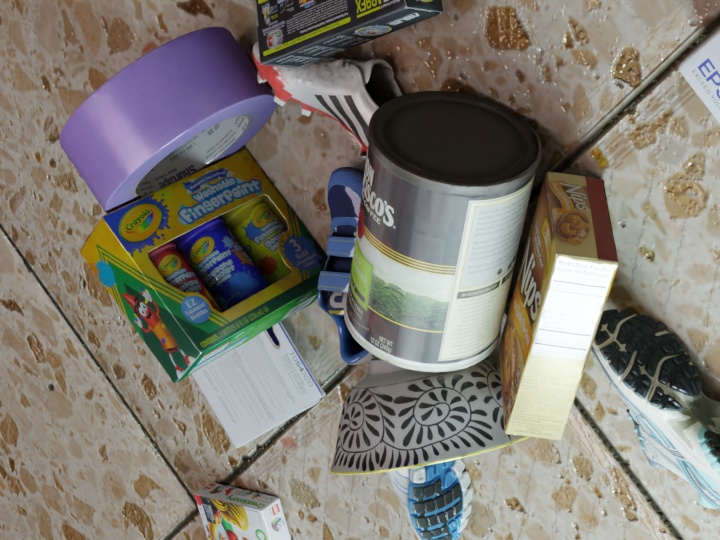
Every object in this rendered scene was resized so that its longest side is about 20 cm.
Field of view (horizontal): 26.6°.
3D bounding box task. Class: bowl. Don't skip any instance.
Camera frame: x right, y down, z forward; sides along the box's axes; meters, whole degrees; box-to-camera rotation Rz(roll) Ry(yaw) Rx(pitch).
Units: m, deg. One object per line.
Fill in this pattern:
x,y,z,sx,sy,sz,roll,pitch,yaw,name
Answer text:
0.061,0.118,1.396,0.201,0.201,0.094,-11,90,49,bowl

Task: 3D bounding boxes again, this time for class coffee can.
0.068,-0.033,1.324,0.146,0.146,0.200,32,133,29,coffee can

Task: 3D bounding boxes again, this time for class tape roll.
-0.186,-0.143,1.481,0.085,0.200,0.200,54,140,6,tape roll

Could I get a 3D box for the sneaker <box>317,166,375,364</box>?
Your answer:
0.000,0.000,1.466,0.074,0.082,0.200,4,114,46,sneaker

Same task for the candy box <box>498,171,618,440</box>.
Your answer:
0.163,0.032,1.286,0.055,0.116,0.200,7,128,-4,candy box

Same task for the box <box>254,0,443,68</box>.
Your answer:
-0.019,-0.274,1.308,0.200,0.044,0.161,-13,82,49,box

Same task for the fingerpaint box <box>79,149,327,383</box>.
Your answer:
-0.148,-0.009,1.523,0.167,0.200,0.073,53,139,9,fingerpaint box

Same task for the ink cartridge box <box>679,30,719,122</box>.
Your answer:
0.347,-0.121,1.053,0.196,0.043,0.200,55,141,7,ink cartridge box

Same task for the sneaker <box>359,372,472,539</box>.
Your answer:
0.050,0.188,1.547,0.087,0.075,0.200,-4,104,57,sneaker

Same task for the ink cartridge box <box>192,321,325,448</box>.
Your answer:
-0.127,0.079,1.678,0.200,0.043,0.197,-33,86,48,ink cartridge box

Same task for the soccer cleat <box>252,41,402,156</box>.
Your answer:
-0.015,-0.170,1.398,0.200,0.069,0.085,39,125,21,soccer cleat

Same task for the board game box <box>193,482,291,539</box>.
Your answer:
-0.125,0.360,1.849,0.126,0.035,0.200,4,115,45,board game box

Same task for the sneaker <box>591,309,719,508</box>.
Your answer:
0.252,0.123,1.283,0.200,0.078,0.086,49,142,13,sneaker
